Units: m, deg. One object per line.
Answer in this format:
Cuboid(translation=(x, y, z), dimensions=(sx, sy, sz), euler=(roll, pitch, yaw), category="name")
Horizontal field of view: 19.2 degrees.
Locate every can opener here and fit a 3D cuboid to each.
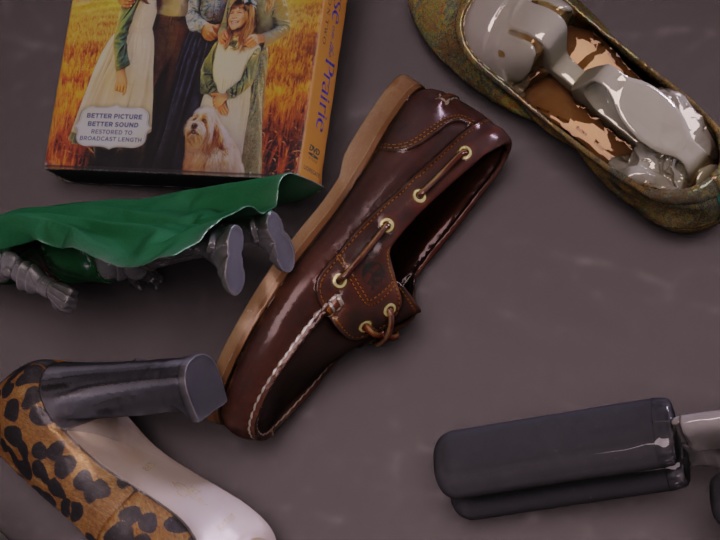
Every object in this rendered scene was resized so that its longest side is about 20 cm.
Cuboid(translation=(0.133, 0.091, 0.981), dimensions=(0.199, 0.053, 0.067), euler=(-6, 58, 17), category="can opener")

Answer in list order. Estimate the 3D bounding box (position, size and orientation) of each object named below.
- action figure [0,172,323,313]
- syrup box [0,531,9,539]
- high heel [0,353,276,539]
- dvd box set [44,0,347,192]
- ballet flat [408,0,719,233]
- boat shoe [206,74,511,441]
Cuboid(translation=(-0.128, -0.011, 1.020), dimensions=(0.199, 0.118, 0.055), euler=(-1, 102, 35), category="action figure")
Cuboid(translation=(-0.149, 0.204, 0.995), dimensions=(0.200, 0.081, 0.079), euler=(42, 86, 10), category="syrup box")
Cuboid(translation=(-0.114, 0.138, 1.032), dimensions=(0.142, 0.071, 0.201), euler=(-6, 98, 34), category="high heel")
Cuboid(translation=(-0.076, -0.141, 1.065), dimensions=(0.146, 0.029, 0.201), euler=(4, 78, 23), category="dvd box set")
Cuboid(translation=(0.106, -0.096, 1.045), dimensions=(0.200, 0.071, 0.071), euler=(41, 84, 11), category="ballet flat")
Cuboid(translation=(0.000, 0.000, 1.030), dimensions=(0.070, 0.070, 0.200), euler=(30, 82, 13), category="boat shoe")
